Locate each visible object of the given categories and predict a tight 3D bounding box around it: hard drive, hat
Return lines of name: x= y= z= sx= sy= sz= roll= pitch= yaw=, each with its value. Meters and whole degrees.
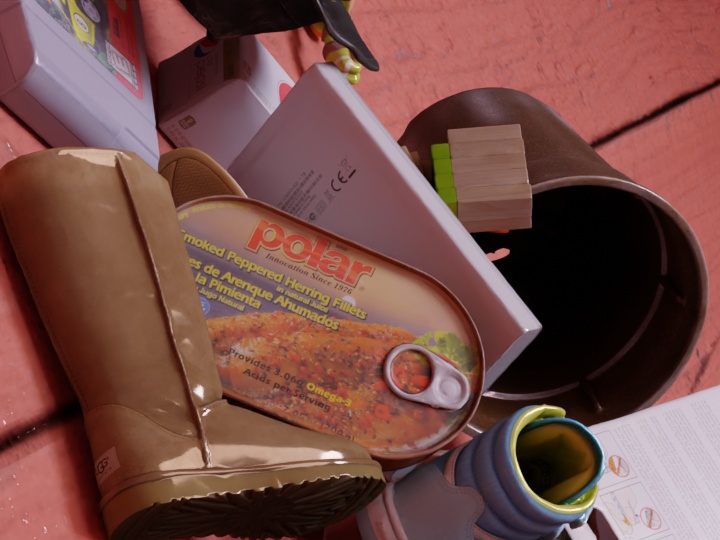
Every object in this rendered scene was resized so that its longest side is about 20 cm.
hard drive: x=0.000 y=0.000 z=1.539 sx=0.200 sy=0.132 sz=0.026 roll=52 pitch=32 yaw=18
hat: x=-0.072 y=-0.182 z=1.581 sx=0.201 sy=0.081 sz=0.201 roll=59 pitch=3 yaw=-5

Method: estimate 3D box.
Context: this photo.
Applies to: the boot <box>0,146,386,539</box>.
boot: x=-0.084 y=0.034 z=1.376 sx=0.174 sy=0.066 sz=0.201 roll=3 pitch=58 yaw=-42

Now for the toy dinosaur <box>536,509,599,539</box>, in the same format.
toy dinosaur: x=0.134 y=0.173 z=1.610 sx=0.088 sy=0.047 sz=0.200 roll=40 pitch=34 yaw=-7

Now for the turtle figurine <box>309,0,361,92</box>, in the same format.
turtle figurine: x=-0.015 y=-0.222 z=1.929 sx=0.162 sy=0.064 sz=0.201 roll=105 pitch=-6 yaw=-50

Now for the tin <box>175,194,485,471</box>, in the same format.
tin: x=-0.030 y=0.034 z=1.453 sx=0.199 sy=0.042 sz=0.113 roll=24 pitch=69 yaw=-6

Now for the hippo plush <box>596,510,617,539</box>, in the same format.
hippo plush: x=0.188 y=0.159 z=1.774 sx=0.160 sy=0.160 sz=0.200 roll=58 pitch=-5 yaw=32

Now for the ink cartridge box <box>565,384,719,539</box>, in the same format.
ink cartridge box: x=0.194 y=0.163 z=1.632 sx=0.199 sy=0.050 sz=0.163 roll=-14 pitch=65 yaw=-40

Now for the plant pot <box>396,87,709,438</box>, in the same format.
plant pot: x=0.104 y=-0.014 z=1.813 sx=0.200 sy=0.200 sz=0.198 roll=50 pitch=5 yaw=-31

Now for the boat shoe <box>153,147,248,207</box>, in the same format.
boat shoe: x=-0.064 y=0.027 z=1.515 sx=0.201 sy=0.070 sz=0.069 roll=63 pitch=3 yaw=12

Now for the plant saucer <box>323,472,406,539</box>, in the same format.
plant saucer: x=0.047 y=0.215 z=1.529 sx=0.200 sy=0.037 sz=0.200 roll=53 pitch=20 yaw=-25

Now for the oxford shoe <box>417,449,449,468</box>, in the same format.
oxford shoe: x=0.096 y=0.196 z=1.688 sx=0.201 sy=0.070 sz=0.074 roll=62 pitch=15 yaw=0

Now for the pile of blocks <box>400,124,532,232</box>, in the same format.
pile of blocks: x=0.017 y=-0.022 z=1.649 sx=0.082 sy=0.199 sz=0.062 roll=55 pitch=-17 yaw=32

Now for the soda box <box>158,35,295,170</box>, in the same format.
soda box: x=-0.044 y=-0.059 z=1.683 sx=0.200 sy=0.063 sz=0.068 roll=49 pitch=22 yaw=-34

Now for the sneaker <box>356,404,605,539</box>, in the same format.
sneaker: x=0.088 y=0.124 z=1.504 sx=0.080 sy=0.130 sz=0.200 roll=63 pitch=17 yaw=5

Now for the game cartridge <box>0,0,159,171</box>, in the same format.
game cartridge: x=-0.170 y=-0.148 z=1.521 sx=0.133 sy=0.041 sz=0.201 roll=39 pitch=29 yaw=-42
